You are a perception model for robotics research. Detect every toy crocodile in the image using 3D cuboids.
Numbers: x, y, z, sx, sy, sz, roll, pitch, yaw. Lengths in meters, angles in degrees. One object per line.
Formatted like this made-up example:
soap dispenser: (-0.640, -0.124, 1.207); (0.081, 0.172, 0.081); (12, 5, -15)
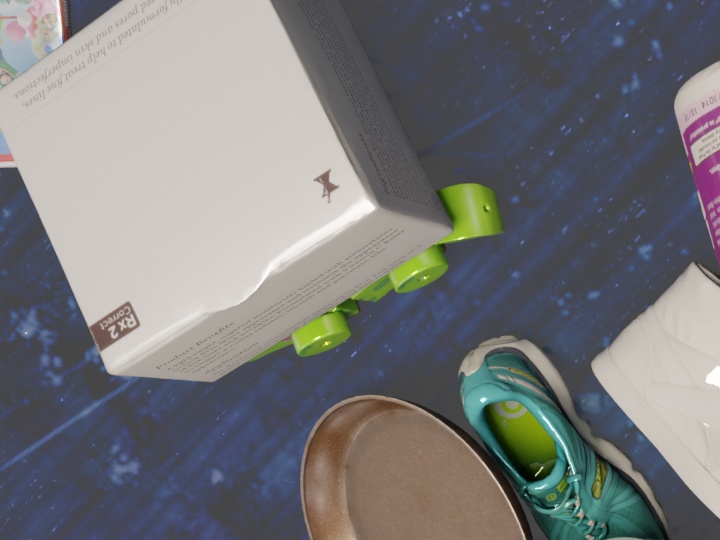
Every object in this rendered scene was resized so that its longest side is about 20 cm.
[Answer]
toy crocodile: (0.000, 0.000, 1.272); (0.199, 0.062, 0.068); (-32, 71, 20)

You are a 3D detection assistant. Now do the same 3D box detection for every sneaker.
sneaker: (0.240, 0.083, 1.197); (0.116, 0.074, 0.200); (-50, 64, 17)
sneaker: (0.125, 0.136, 1.254); (0.077, 0.080, 0.200); (-36, 103, 19)

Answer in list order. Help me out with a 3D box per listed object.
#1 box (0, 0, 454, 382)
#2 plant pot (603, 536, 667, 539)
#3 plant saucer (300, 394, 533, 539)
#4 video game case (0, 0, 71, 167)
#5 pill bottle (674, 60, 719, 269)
box: (-0.085, -0.064, 1.209); (0.198, 0.131, 0.201); (-31, 74, 18)
plant pot: (0.223, 0.258, 1.201); (0.200, 0.160, 0.202); (-4, 86, 56)
plant saucer: (0.042, 0.168, 1.273); (0.199, 0.032, 0.202); (23, 126, 36)
video game case: (-0.260, -0.168, 1.317); (0.142, 0.017, 0.202); (-1, 103, 14)
pill bottle: (0.257, -0.023, 1.140); (0.112, 0.112, 0.202); (-18, 75, 17)
